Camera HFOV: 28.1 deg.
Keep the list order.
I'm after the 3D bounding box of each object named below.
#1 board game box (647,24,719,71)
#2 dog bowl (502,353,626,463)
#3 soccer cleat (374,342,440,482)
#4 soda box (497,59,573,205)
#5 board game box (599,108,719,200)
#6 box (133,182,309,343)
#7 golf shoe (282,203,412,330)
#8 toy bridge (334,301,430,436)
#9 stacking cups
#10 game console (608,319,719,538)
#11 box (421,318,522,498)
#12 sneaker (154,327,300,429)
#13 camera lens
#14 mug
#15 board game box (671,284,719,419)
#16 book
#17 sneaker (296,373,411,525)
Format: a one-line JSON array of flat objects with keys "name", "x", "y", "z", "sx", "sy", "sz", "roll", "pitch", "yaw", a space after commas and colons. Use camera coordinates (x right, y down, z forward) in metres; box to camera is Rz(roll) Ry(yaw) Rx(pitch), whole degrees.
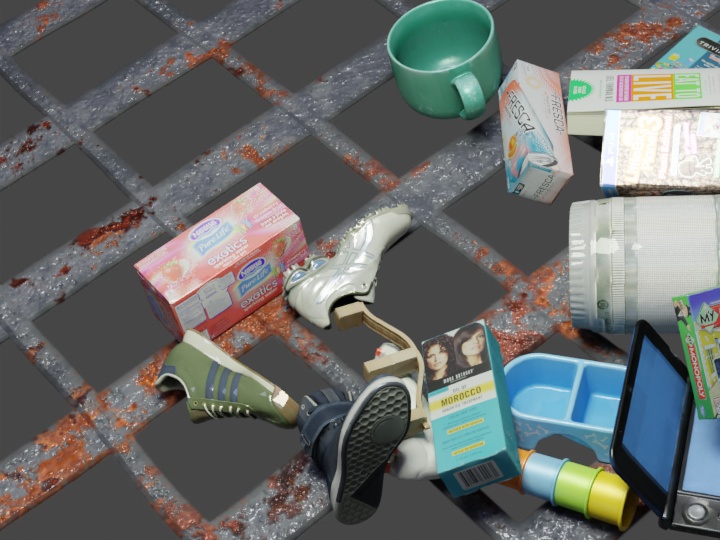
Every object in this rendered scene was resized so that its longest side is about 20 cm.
[{"name": "board game box", "x": 0.450, "y": -0.229, "z": 1.916, "sx": 0.200, "sy": 0.047, "sz": 0.151, "roll": -40, "pitch": 54, "yaw": -22}, {"name": "dog bowl", "x": 0.243, "y": 0.150, "z": 1.625, "sx": 0.199, "sy": 0.050, "sz": 0.112, "roll": 8, "pitch": 51, "yaw": 18}, {"name": "soccer cleat", "x": 0.053, "y": 0.165, "z": 1.649, "sx": 0.077, "sy": 0.070, "sz": 0.201, "roll": 10, "pitch": 38, "yaw": -18}, {"name": "soda box", "x": 0.229, "y": -0.185, "z": 1.896, "sx": 0.068, "sy": 0.064, "sz": 0.201, "roll": 15, "pitch": 46, "yaw": -17}, {"name": "board game box", "x": 0.399, "y": -0.125, "z": 1.739, "sx": 0.199, "sy": 0.159, "sz": 0.098, "roll": 3, "pitch": 79, "yaw": 17}, {"name": "box", "x": -0.170, "y": -0.004, "z": 1.810, "sx": 0.200, "sy": 0.103, "sz": 0.095, "roll": -35, "pitch": 52, "yaw": -18}, {"name": "golf shoe", "x": 0.000, "y": 0.000, "z": 1.806, "sx": 0.200, "sy": 0.078, "sz": 0.097, "roll": -37, "pitch": 69, "yaw": -13}, {"name": "toy bridge", "x": 0.036, "y": 0.109, "z": 1.634, "sx": 0.067, "sy": 0.027, "sz": 0.200, "roll": -16, "pitch": 46, "yaw": -16}, {"name": "stacking cups", "x": 0.202, "y": 0.229, "z": 1.568, "sx": 0.199, "sy": 0.061, "sz": 0.061, "roll": 12, "pitch": 52, "yaw": 28}, {"name": "game console", "x": 0.366, "y": 0.169, "z": 1.538, "sx": 0.170, "sy": 0.119, "sz": 0.201, "roll": 7, "pitch": 52, "yaw": 17}, {"name": "box", "x": 0.121, "y": 0.150, "z": 1.591, "sx": 0.082, "sy": 0.049, "sz": 0.201, "roll": -22, "pitch": 39, "yaw": 14}, {"name": "sneaker", "x": -0.162, "y": 0.153, "z": 1.703, "sx": 0.200, "sy": 0.067, "sz": 0.090, "roll": 31, "pitch": 72, "yaw": 30}, {"name": "camera lens", "x": 0.345, "y": -0.006, "z": 1.666, "sx": 0.198, "sy": 0.160, "sz": 0.161, "roll": -1, "pitch": 49, "yaw": 11}, {"name": "mug", "x": 0.117, "y": -0.270, "z": 1.971, "sx": 0.151, "sy": 0.115, "sz": 0.186, "roll": 3, "pitch": 51, "yaw": 20}, {"name": "board game box", "x": 0.436, "y": 0.074, "z": 1.567, "sx": 0.199, "sy": 0.136, "sz": 0.029, "roll": -13, "pitch": 0, "yaw": -29}, {"name": "book", "x": 0.369, "y": -0.219, "z": 1.853, "sx": 0.198, "sy": 0.048, "sz": 0.134, "roll": 0, "pitch": 33, "yaw": 11}, {"name": "sneaker", "x": -0.012, "y": 0.158, "z": 1.579, "sx": 0.076, "sy": 0.203, "sz": 0.147, "roll": 0, "pitch": 40, "yaw": -23}]
